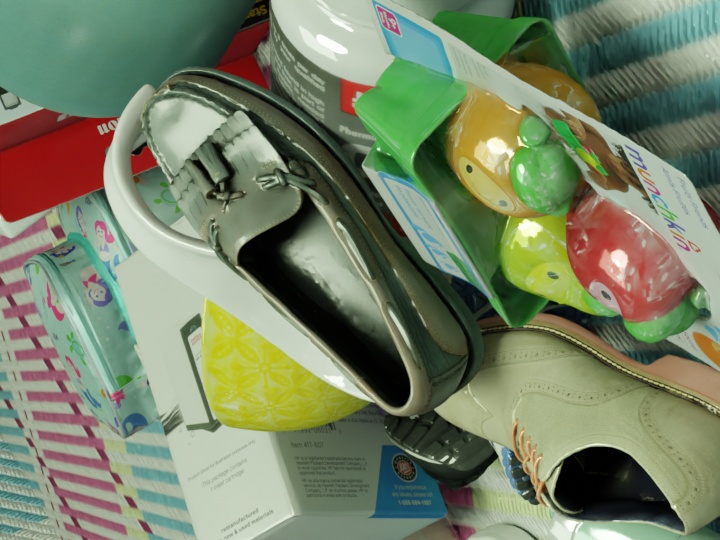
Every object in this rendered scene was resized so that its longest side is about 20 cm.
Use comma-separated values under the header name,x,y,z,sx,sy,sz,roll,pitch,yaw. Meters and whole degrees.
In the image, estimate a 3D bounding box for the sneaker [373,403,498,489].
name,x,y,z,sx,sy,sz,roll,pitch,yaw
sneaker,0.057,0.087,1.437,0.088,0.076,0.200,55,178,-19

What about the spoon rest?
name,x,y,z,sx,sy,sz,roll,pitch,yaw
spoon rest,-0.051,-0.003,1.234,0.200,0.061,0.099,40,152,7

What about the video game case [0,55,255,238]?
name,x,y,z,sx,sy,sz,roll,pitch,yaw
video game case,-0.175,-0.092,1.692,0.023,0.200,0.182,55,168,-15

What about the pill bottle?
name,x,y,z,sx,sy,sz,roll,pitch,yaw
pill bottle,0.014,-0.109,1.178,0.114,0.114,0.200,58,164,27

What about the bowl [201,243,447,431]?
name,x,y,z,sx,sy,sz,roll,pitch,yaw
bowl,0.000,0.000,1.359,0.108,0.200,0.200,13,142,15

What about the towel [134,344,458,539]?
name,x,y,z,sx,sy,sz,roll,pitch,yaw
towel,-0.039,0.110,1.603,0.032,0.191,0.200,-33,79,38

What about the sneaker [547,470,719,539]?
name,x,y,z,sx,sy,sz,roll,pitch,yaw
sneaker,0.163,0.184,1.200,0.118,0.074,0.200,27,157,35

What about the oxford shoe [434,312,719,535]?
name,x,y,z,sx,sy,sz,roll,pitch,yaw
oxford shoe,0.092,0.070,1.141,0.200,0.074,0.071,9,134,48

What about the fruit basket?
name,x,y,z,sx,sy,sz,roll,pitch,yaw
fruit basket,0.090,-0.019,1.051,0.200,0.094,0.185,42,171,42

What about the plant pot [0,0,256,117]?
name,x,y,z,sx,sy,sz,roll,pitch,yaw
plant pot,-0.133,-0.204,1.400,0.201,0.200,0.161,65,154,5

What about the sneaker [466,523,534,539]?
name,x,y,z,sx,sy,sz,roll,pitch,yaw
sneaker,0.081,0.204,1.486,0.074,0.082,0.200,70,165,-11

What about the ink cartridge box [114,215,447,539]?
name,x,y,z,sx,sy,sz,roll,pitch,yaw
ink cartridge box,-0.048,0.071,1.522,0.084,0.146,0.200,-33,66,33

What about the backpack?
name,x,y,z,sx,sy,sz,roll,pitch,yaw
backpack,-0.144,0.013,1.728,0.178,0.150,0.200,-164,56,-72

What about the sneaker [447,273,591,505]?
name,x,y,z,sx,sy,sz,roll,pitch,yaw
sneaker,0.071,0.026,1.269,0.085,0.077,0.200,-125,19,-49

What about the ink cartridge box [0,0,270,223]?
name,x,y,z,sx,sy,sz,roll,pitch,yaw
ink cartridge box,-0.161,-0.148,1.550,0.176,0.200,0.084,65,164,5

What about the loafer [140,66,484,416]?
name,x,y,z,sx,sy,sz,roll,pitch,yaw
loafer,-0.027,-0.014,1.148,0.200,0.063,0.072,44,120,5
